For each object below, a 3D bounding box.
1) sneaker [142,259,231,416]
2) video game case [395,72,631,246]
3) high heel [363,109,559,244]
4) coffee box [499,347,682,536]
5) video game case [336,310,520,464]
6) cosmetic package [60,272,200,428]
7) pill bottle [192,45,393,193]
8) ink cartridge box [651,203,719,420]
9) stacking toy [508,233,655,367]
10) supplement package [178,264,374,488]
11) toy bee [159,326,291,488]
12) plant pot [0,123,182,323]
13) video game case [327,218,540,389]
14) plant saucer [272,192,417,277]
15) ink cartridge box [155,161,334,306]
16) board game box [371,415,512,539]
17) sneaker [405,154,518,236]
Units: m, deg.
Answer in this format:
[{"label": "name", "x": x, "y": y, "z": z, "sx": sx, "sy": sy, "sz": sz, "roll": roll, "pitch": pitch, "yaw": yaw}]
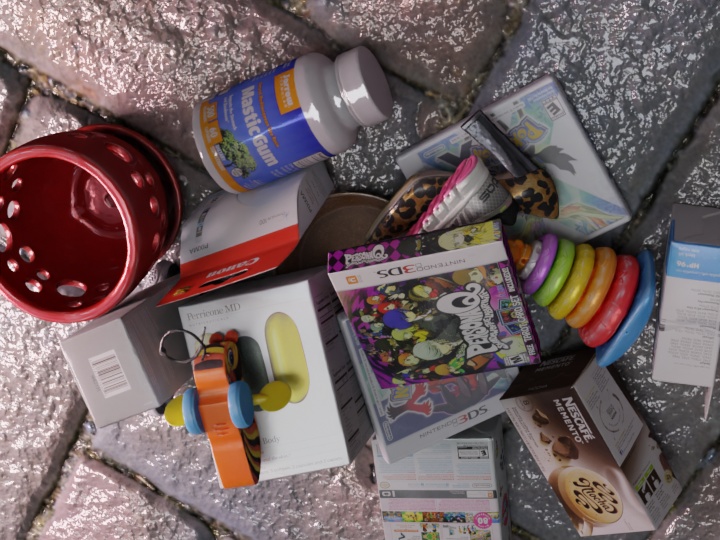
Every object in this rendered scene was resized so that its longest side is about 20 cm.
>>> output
[{"label": "sneaker", "x": -0.204, "y": 0.092, "z": 1.693, "sx": 0.113, "sy": 0.076, "sz": 0.201, "roll": 12, "pitch": 113, "yaw": 11}, {"label": "video game case", "x": 0.166, "y": -0.092, "z": 1.556, "sx": 0.199, "sy": 0.022, "sz": 0.183, "roll": -26, "pitch": 105, "yaw": 22}, {"label": "high heel", "x": 0.109, "y": -0.055, "z": 1.528, "sx": 0.143, "sy": 0.071, "sz": 0.200, "roll": 44, "pitch": 106, "yaw": -5}, {"label": "coffee box", "x": 0.260, "y": 0.195, "z": 1.607, "sx": 0.113, "sy": 0.080, "sz": 0.201, "roll": -15, "pitch": 111, "yaw": 46}, {"label": "video game case", "x": 0.084, "y": 0.100, "z": 1.597, "sx": 0.181, "sy": 0.023, "sz": 0.201, "roll": -23, "pitch": 118, "yaw": -10}, {"label": "cosmetic package", "x": -0.234, "y": 0.083, "z": 1.557, "sx": 0.090, "sy": 0.200, "sz": 0.107, "roll": -21, "pitch": 96, "yaw": 17}, {"label": "pill bottle", "x": -0.071, "y": -0.166, "z": 1.529, "sx": 0.199, "sy": 0.112, "sz": 0.113, "roll": -21, "pitch": 107, "yaw": 21}, {"label": "ink cartridge box", "x": 0.351, "y": 0.044, "z": 1.518, "sx": 0.067, "sy": 0.116, "sz": 0.201, "roll": 7, "pitch": 114, "yaw": 11}, {"label": "stacking toy", "x": 0.210, "y": 0.004, "z": 1.527, "sx": 0.199, "sy": 0.110, "sz": 0.116, "roll": 25, "pitch": 119, "yaw": -6}, {"label": "supplement package", "x": -0.089, "y": 0.112, "z": 1.562, "sx": 0.151, "sy": 0.151, "sz": 0.202, "roll": -12, "pitch": 95, "yaw": 12}, {"label": "toy bee", "x": -0.134, "y": 0.117, "z": 1.454, "sx": 0.130, "sy": 0.109, "sz": 0.201, "roll": 9, "pitch": 124, "yaw": 2}, {"label": "plant pot", "x": -0.305, "y": -0.065, "z": 1.586, "sx": 0.199, "sy": 0.183, "sz": 0.202, "roll": 5, "pitch": 112, "yaw": 13}, {"label": "video game case", "x": 0.080, "y": 0.039, "z": 1.466, "sx": 0.180, "sy": 0.036, "sz": 0.201, "roll": -10, "pitch": 137, "yaw": 12}, {"label": "plant saucer", "x": 0.000, "y": 0.000, "z": 1.628, "sx": 0.199, "sy": 0.037, "sz": 0.202, "roll": 5, "pitch": 115, "yaw": 12}, {"label": "ink cartridge box", "x": -0.130, "y": -0.045, "z": 1.539, "sx": 0.159, "sy": 0.200, "sz": 0.047, "roll": -17, "pitch": 111, "yaw": 26}, {"label": "board game box", "x": 0.101, "y": 0.276, "z": 1.710, "sx": 0.146, "sy": 0.064, "sz": 0.201, "roll": -1, "pitch": 111, "yaw": 15}, {"label": "sneaker", "x": 0.094, "y": -0.022, "z": 1.475, "sx": 0.087, "sy": 0.074, "sz": 0.200, "roll": 34, "pitch": 120, "yaw": -5}]
